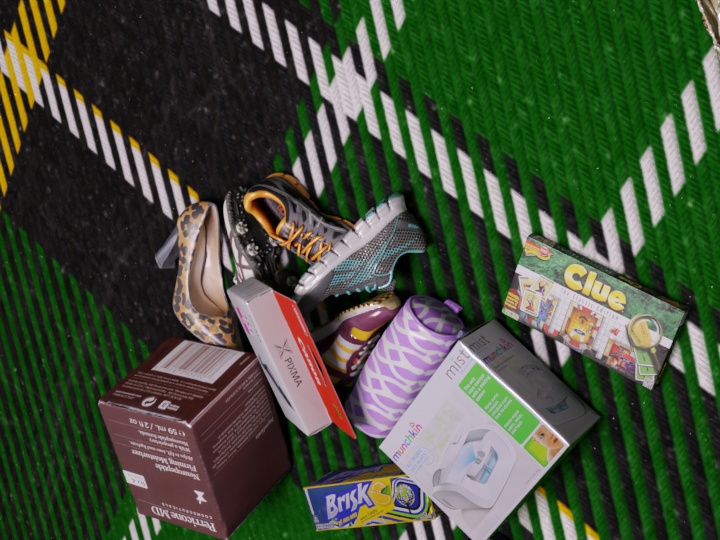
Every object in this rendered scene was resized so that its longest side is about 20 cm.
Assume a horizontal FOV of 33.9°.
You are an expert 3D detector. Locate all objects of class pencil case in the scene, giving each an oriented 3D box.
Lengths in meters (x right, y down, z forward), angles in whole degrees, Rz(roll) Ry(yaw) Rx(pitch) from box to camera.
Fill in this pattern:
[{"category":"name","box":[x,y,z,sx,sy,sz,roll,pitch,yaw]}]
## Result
[{"category":"pencil case","box":[0.054,0.118,1.464,0.084,0.085,0.200,39,121,12]}]

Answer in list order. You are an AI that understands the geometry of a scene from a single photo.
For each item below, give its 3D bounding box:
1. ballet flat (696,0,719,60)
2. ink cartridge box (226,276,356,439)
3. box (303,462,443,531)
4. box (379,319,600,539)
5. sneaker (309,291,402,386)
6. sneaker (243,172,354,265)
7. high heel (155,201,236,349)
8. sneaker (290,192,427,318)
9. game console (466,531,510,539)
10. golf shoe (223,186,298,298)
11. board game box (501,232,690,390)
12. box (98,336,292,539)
[{"category":"ballet flat","box":[0.360,-0.270,1.155,0.076,0.064,0.200,-27,86,38]},{"category":"ink cartridge box","box":[-0.088,0.116,1.476,0.200,0.044,0.174,67,165,-17]},{"category":"box","box":[0.025,0.292,1.542,0.200,0.070,0.064,-16,93,37]},{"category":"box","box":[0.152,0.192,1.412,0.176,0.097,0.200,44,124,15]},{"category":"sneaker","box":[-0.005,0.096,1.511,0.200,0.075,0.090,-31,84,45]},{"category":"sneaker","box":[-0.070,-0.046,1.511,0.200,0.077,0.078,38,119,18]},{"category":"high heel","box":[-0.203,0.009,1.622,0.200,0.071,0.143,56,129,17]},{"category":"sneaker","box":[0.000,0.000,1.440,0.200,0.078,0.091,-43,94,6]},{"category":"game console","box":[0.197,0.452,1.500,0.200,0.116,0.176,31,149,25]},{"category":"golf shoe","box":[-0.146,-0.010,1.577,0.088,0.077,0.200,-22,89,44]},{"category":"board game box","box":[0.262,0.045,1.338,0.200,0.023,0.105,28,115,26]},{"category":"box","box":[-0.220,0.223,1.604,0.166,0.164,0.200,8,125,32]}]
